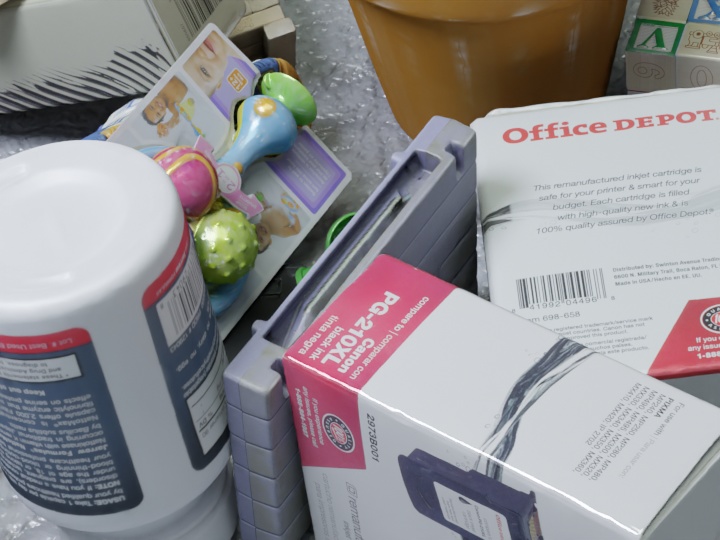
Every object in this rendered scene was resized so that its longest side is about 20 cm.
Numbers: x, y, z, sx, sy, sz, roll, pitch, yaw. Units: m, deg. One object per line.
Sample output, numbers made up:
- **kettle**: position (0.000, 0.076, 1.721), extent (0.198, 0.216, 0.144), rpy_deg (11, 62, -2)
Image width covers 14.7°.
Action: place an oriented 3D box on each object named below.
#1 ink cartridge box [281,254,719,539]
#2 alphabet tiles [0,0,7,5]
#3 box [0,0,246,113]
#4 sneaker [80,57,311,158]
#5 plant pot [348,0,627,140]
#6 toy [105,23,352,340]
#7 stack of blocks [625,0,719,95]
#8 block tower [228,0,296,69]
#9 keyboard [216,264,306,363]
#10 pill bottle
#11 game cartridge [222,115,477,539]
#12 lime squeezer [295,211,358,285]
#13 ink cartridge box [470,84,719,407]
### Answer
- **ink cartridge box**: position (0.072, 0.101, 1.274), extent (0.199, 0.145, 0.084), rpy_deg (25, 54, 30)
- **alphabet tiles**: position (-0.226, -0.180, 1.590), extent (0.195, 0.015, 0.200), rpy_deg (-34, 27, -19)
- **box**: position (-0.169, -0.139, 1.561), extent (0.199, 0.069, 0.082), rpy_deg (-5, 34, 36)
- **sneaker**: position (-0.115, -0.054, 1.506), extent (0.088, 0.076, 0.200), rpy_deg (-2, 19, 43)
- **plant pot**: position (0.069, -0.167, 1.525), extent (0.199, 0.184, 0.201), rpy_deg (-4, 44, 3)
- **toy**: position (-0.081, -0.033, 1.431), extent (0.047, 0.115, 0.200), rpy_deg (-28, 20, 49)
- **stack of blocks**: position (0.248, -0.106, 1.527), extent (0.199, 0.059, 0.116), rpy_deg (9, 46, 16)
- **block tower**: position (-0.098, -0.200, 1.624), extent (0.057, 0.054, 0.201), rpy_deg (-21, 68, -9)
- **keyboard**: position (-0.126, 0.016, 1.481), extent (0.198, 0.021, 0.128), rpy_deg (-2, 45, 4)
- **pill bottle**: position (-0.121, 0.051, 1.307), extent (0.119, 0.201, 0.120), rpy_deg (-8, 41, 7)
- **game cartridge**: position (-0.002, 0.033, 1.366), extent (0.038, 0.130, 0.200), rpy_deg (24, 51, 19)
- **lime squeezer**: position (0.000, 0.000, 1.453), extent (0.070, 0.038, 0.200), rpy_deg (-5, 34, 42)
- **ink cartridge box**: position (0.136, 0.007, 1.407), extent (0.143, 0.084, 0.201), rpy_deg (-6, 45, 2)
